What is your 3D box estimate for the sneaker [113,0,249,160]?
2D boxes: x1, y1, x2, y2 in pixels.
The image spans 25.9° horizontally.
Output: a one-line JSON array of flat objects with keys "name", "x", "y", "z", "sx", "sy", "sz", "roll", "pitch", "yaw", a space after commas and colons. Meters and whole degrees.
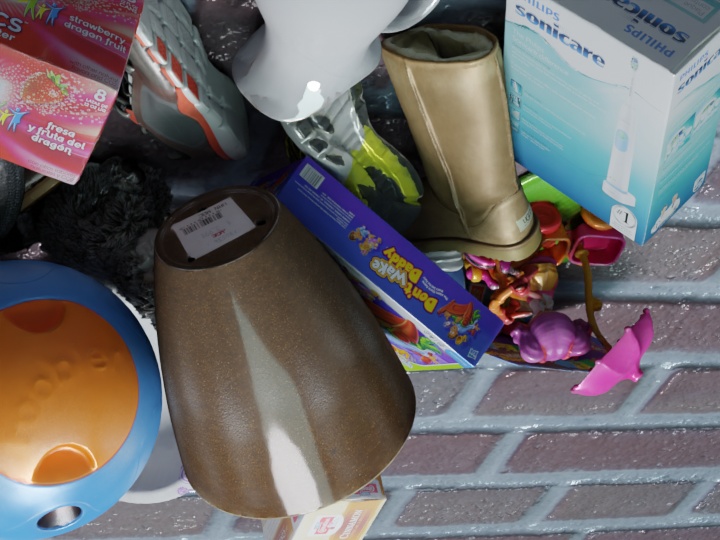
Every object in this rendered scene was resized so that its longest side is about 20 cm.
[{"name": "sneaker", "x": -0.148, "y": -0.132, "z": 1.120, "sx": 0.082, "sy": 0.077, "sz": 0.200, "roll": -13, "pitch": 145, "yaw": 14}]

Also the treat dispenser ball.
[{"name": "treat dispenser ball", "x": -0.244, "y": 0.093, "z": 1.132, "sx": 0.200, "sy": 0.201, "sz": 0.201, "roll": -9, "pitch": 146, "yaw": -6}]

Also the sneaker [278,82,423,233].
[{"name": "sneaker", "x": -0.033, "y": -0.102, "z": 1.188, "sx": 0.085, "sy": 0.075, "sz": 0.200, "roll": 9, "pitch": 140, "yaw": 47}]

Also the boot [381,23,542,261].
[{"name": "boot", "x": 0.052, "y": -0.104, "z": 1.233, "sx": 0.175, "sy": 0.066, "sz": 0.200, "roll": 5, "pitch": 138, "yaw": 28}]

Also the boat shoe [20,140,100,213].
[{"name": "boat shoe", "x": -0.287, "y": -0.060, "z": 1.178, "sx": 0.200, "sy": 0.070, "sz": 0.070, "roll": -34, "pitch": 102, "yaw": 18}]

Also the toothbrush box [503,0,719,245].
[{"name": "toothbrush box", "x": 0.184, "y": -0.136, "z": 1.150, "sx": 0.085, "sy": 0.146, "sz": 0.200, "roll": -43, "pitch": 153, "yaw": -22}]

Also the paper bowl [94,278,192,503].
[{"name": "paper bowl", "x": -0.183, "y": 0.089, "z": 1.345, "sx": 0.201, "sy": 0.201, "sz": 0.104, "roll": -35, "pitch": -179, "yaw": 29}]

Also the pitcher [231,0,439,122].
[{"name": "pitcher", "x": -0.001, "y": -0.209, "z": 1.039, "sx": 0.171, "sy": 0.121, "sz": 0.200, "roll": -31, "pitch": 158, "yaw": -25}]

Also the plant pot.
[{"name": "plant pot", "x": -0.074, "y": 0.044, "z": 1.142, "sx": 0.186, "sy": 0.187, "sz": 0.200, "roll": -17, "pitch": 127, "yaw": 4}]

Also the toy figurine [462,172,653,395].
[{"name": "toy figurine", "x": 0.172, "y": 0.021, "z": 1.354, "sx": 0.199, "sy": 0.184, "sz": 0.150, "roll": -2, "pitch": 144, "yaw": -16}]

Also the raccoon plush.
[{"name": "raccoon plush", "x": -0.213, "y": 0.003, "z": 1.231, "sx": 0.200, "sy": 0.134, "sz": 0.097, "roll": -20, "pitch": 150, "yaw": 15}]

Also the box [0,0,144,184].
[{"name": "box", "x": -0.249, "y": -0.149, "z": 0.986, "sx": 0.200, "sy": 0.100, "sz": 0.096, "roll": 21, "pitch": 135, "yaw": -15}]

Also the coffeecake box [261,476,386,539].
[{"name": "coffeecake box", "x": -0.049, "y": 0.164, "z": 1.465, "sx": 0.073, "sy": 0.200, "sz": 0.154, "roll": 1, "pitch": 144, "yaw": -20}]

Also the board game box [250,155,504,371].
[{"name": "board game box", "x": 0.000, "y": 0.000, "z": 1.220, "sx": 0.200, "sy": 0.045, "sz": 0.134, "roll": 39, "pitch": 163, "yaw": -13}]

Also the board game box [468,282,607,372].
[{"name": "board game box", "x": 0.159, "y": 0.046, "z": 1.451, "sx": 0.200, "sy": 0.158, "sz": 0.039, "roll": 7, "pitch": 106, "yaw": -28}]

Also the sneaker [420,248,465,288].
[{"name": "sneaker", "x": 0.019, "y": 0.032, "z": 1.374, "sx": 0.076, "sy": 0.077, "sz": 0.200, "roll": -10, "pitch": 171, "yaw": -36}]

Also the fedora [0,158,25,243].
[{"name": "fedora", "x": -0.328, "y": -0.082, "z": 1.100, "sx": 0.200, "sy": 0.092, "sz": 0.201, "roll": -6, "pitch": 137, "yaw": -6}]
